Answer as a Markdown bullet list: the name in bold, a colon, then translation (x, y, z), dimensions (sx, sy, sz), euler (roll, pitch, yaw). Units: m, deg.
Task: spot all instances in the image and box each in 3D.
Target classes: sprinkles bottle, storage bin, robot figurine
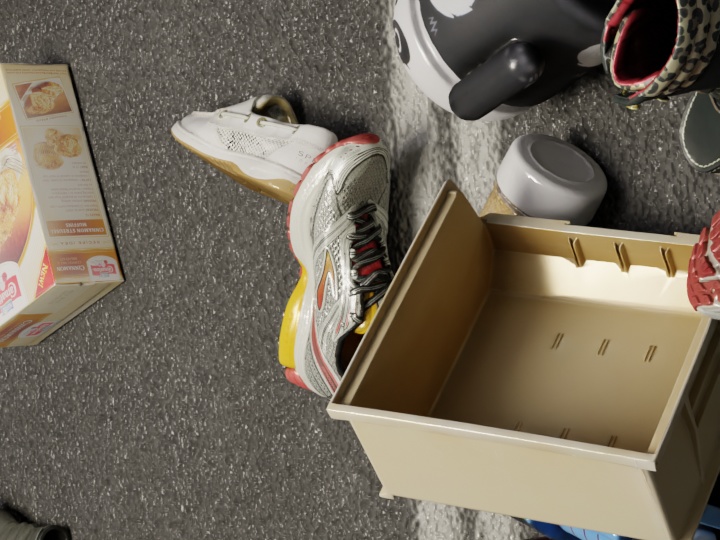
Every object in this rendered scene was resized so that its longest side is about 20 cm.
- **sprinkles bottle**: translation (0.090, 0.008, 1.521), dimensions (0.068, 0.068, 0.200), euler (52, 129, 35)
- **storage bin**: translation (0.119, 0.046, 1.348), dimensions (0.200, 0.199, 0.094), euler (7, 142, 29)
- **robot figurine**: translation (0.106, -0.174, 1.443), dimensions (0.200, 0.150, 0.125), euler (-33, 80, 47)

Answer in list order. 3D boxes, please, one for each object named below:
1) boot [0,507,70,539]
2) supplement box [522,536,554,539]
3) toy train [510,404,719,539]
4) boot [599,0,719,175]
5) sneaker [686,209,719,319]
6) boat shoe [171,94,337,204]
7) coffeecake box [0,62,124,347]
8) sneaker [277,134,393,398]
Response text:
- **boot**: translation (-0.312, 0.306, 2.044), dimensions (0.130, 0.068, 0.201), euler (18, 108, 43)
- **supplement box**: translation (0.047, 0.262, 1.488), dimensions (0.197, 0.200, 0.133), euler (-30, 69, 47)
- **toy train**: translation (0.157, 0.121, 1.418), dimensions (0.200, 0.087, 0.115), euler (25, 95, 43)
- **boot**: translation (0.191, -0.115, 1.307), dimensions (0.074, 0.153, 0.204), euler (64, 148, 22)
- **sneaker**: translation (0.270, -0.010, 1.237), dimensions (0.200, 0.082, 0.078), euler (-16, 46, 20)
- **boat shoe**: translation (-0.072, -0.096, 1.723), dimensions (0.200, 0.071, 0.069), euler (25, 86, 55)
- **coffeecake box**: translation (-0.291, -0.053, 1.981), dimensions (0.153, 0.073, 0.201), euler (-33, 68, 46)
- **sneaker**: translation (0.000, 0.000, 1.624), dimensions (0.082, 0.078, 0.201), euler (28, 124, 42)
